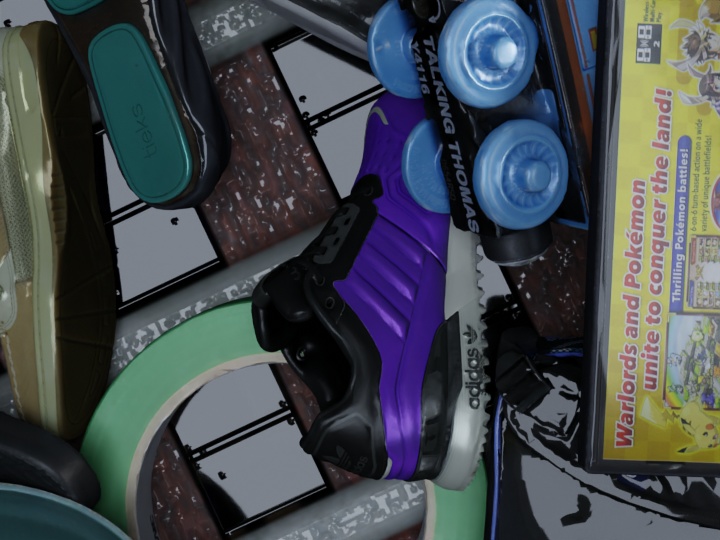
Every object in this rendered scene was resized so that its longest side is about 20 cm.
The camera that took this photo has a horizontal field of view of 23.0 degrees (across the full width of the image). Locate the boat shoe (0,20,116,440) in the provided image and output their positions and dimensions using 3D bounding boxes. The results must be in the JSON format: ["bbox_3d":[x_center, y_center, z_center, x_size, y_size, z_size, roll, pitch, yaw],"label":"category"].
[{"bbox_3d":[-0.164,-0.018,0.854,0.063,0.073,0.201,-6,92,15],"label":"boat shoe"}]

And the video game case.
[{"bbox_3d":[0.183,-0.015,0.715,0.181,0.026,0.200,2,94,-2],"label":"video game case"}]

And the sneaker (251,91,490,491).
[{"bbox_3d":[0.000,0.000,0.803,0.099,0.070,0.200,4,61,-14],"label":"sneaker"}]

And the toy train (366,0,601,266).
[{"bbox_3d":[0.066,-0.104,0.746,0.114,0.087,0.200,-24,110,-25],"label":"toy train"}]

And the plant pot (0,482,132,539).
[{"bbox_3d":[-0.172,0.216,0.797,0.200,0.134,0.200,1,54,-1],"label":"plant pot"}]

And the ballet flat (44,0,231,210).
[{"bbox_3d":[-0.110,-0.126,0.848,0.073,0.073,0.200,-20,92,3],"label":"ballet flat"}]

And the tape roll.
[{"bbox_3d":[-0.037,0.112,0.862,0.200,0.048,0.201,0,92,3],"label":"tape roll"}]

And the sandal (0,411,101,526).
[{"bbox_3d":[-0.207,0.066,0.855,0.200,0.075,0.048,21,54,17],"label":"sandal"}]

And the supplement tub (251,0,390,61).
[{"bbox_3d":[0.019,-0.202,0.810,0.122,0.123,0.200,28,93,1],"label":"supplement tub"}]

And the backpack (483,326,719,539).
[{"bbox_3d":[0.156,0.117,0.803,0.200,0.147,0.183,4,95,5],"label":"backpack"}]
